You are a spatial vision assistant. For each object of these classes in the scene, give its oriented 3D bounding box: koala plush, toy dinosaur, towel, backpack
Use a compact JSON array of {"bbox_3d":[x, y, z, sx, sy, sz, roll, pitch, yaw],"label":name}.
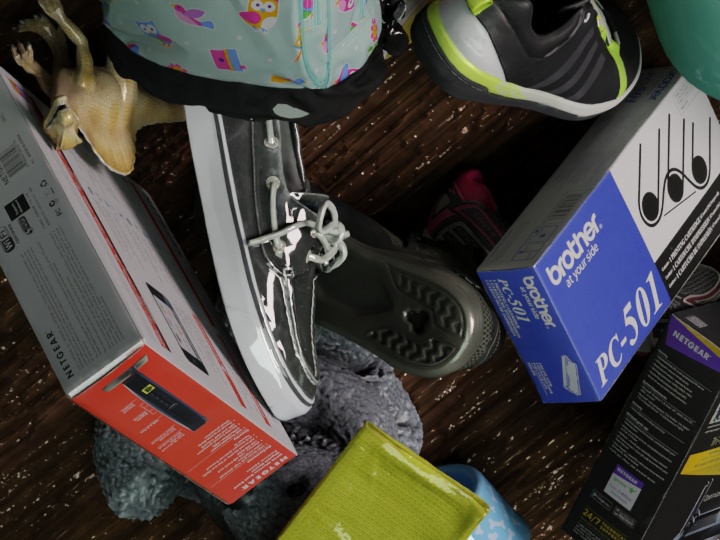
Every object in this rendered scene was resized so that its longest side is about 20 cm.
[{"bbox_3d":[-0.029,0.132,1.496,0.184,0.200,0.177,35,105,-31],"label":"koala plush"},{"bbox_3d":[-0.139,-0.098,1.393,0.058,0.200,0.101,-25,85,23],"label":"toy dinosaur"},{"bbox_3d":[-0.021,0.180,1.406,0.086,0.018,0.200,34,108,-10],"label":"towel"},{"bbox_3d":[-0.059,-0.173,1.277,0.166,0.127,0.201,10,134,10],"label":"backpack"}]

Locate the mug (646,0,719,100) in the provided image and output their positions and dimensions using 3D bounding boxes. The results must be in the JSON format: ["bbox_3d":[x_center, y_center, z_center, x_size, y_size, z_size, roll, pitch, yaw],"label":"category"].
[{"bbox_3d":[0.248,-0.167,1.430,0.184,0.152,0.115,-23,127,-3],"label":"mug"}]

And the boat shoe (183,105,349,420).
[{"bbox_3d":[-0.042,-0.023,1.390,0.068,0.074,0.200,-14,82,10],"label":"boat shoe"}]

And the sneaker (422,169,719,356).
[{"bbox_3d":[0.132,-0.003,1.537,0.199,0.081,0.075,11,115,-22],"label":"sneaker"}]

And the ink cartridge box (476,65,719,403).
[{"bbox_3d":[0.146,-0.023,1.468,0.200,0.044,0.094,-50,122,-38],"label":"ink cartridge box"}]

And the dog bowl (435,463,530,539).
[{"bbox_3d":[0.006,0.186,1.600,0.199,0.112,0.050,-28,110,2],"label":"dog bowl"}]

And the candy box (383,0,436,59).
[{"bbox_3d":[0.011,-0.228,1.374,0.136,0.061,0.200,-33,125,5],"label":"candy box"}]

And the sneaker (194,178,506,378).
[{"bbox_3d":[0.000,0.000,1.467,0.114,0.199,0.077,10,105,-64],"label":"sneaker"}]

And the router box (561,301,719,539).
[{"bbox_3d":[0.223,0.092,1.579,0.200,0.052,0.158,-10,130,-53],"label":"router box"}]

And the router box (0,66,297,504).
[{"bbox_3d":[-0.129,0.009,1.358,0.049,0.200,0.179,-36,148,7],"label":"router box"}]

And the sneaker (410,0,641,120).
[{"bbox_3d":[0.111,-0.131,1.406,0.083,0.072,0.200,-40,163,32],"label":"sneaker"}]
